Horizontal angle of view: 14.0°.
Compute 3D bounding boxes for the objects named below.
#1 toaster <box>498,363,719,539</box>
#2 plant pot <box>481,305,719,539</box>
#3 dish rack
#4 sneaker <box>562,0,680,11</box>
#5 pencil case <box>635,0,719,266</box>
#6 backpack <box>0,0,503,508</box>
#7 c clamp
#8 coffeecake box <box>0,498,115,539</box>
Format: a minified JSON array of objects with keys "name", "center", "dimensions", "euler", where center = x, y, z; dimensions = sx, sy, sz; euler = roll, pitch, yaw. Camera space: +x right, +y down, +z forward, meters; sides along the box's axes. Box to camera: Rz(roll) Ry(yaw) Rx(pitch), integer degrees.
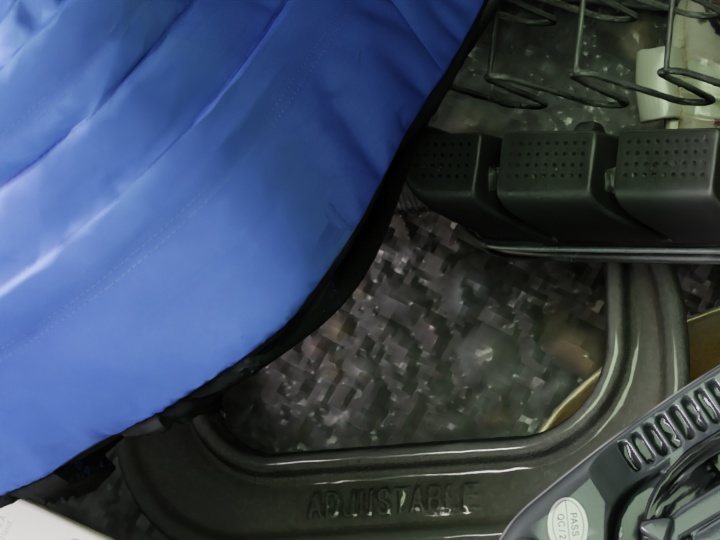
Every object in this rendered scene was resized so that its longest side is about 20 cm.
[{"name":"toaster","center":[0.130,0.077,0.734],"dimensions":[0.200,0.129,0.114],"euler":[-33,71,-2]},{"name":"plant pot","center":[0.129,0.104,0.808],"dimensions":[0.199,0.027,0.201],"euler":[-2,71,7]},{"name":"dish rack","center":[0.083,-0.104,0.767],"dimensions":[0.153,0.055,0.201],"euler":[1,82,38]},{"name":"sneaker","center":[0.063,-0.141,0.869],"dimensions":[0.200,0.074,0.119],"euler":[1,75,15]},{"name":"pencil case","center":[0.176,-0.030,0.812],"dimensions":[0.199,0.089,0.078],"euler":[8,71,12]},{"name":"backpack","center":[-0.077,-0.051,0.705],"dimensions":[0.162,0.168,0.200],"euler":[-33,24,37]},{"name":"c clamp","center":[0.000,0.000,0.845],"dimensions":[0.199,0.027,0.171],"euler":[1,72,21]},{"name":"coffeecake box","center":[-0.122,0.092,0.783],"dimensions":[0.200,0.154,0.073],"euler":[23,77,16]}]
